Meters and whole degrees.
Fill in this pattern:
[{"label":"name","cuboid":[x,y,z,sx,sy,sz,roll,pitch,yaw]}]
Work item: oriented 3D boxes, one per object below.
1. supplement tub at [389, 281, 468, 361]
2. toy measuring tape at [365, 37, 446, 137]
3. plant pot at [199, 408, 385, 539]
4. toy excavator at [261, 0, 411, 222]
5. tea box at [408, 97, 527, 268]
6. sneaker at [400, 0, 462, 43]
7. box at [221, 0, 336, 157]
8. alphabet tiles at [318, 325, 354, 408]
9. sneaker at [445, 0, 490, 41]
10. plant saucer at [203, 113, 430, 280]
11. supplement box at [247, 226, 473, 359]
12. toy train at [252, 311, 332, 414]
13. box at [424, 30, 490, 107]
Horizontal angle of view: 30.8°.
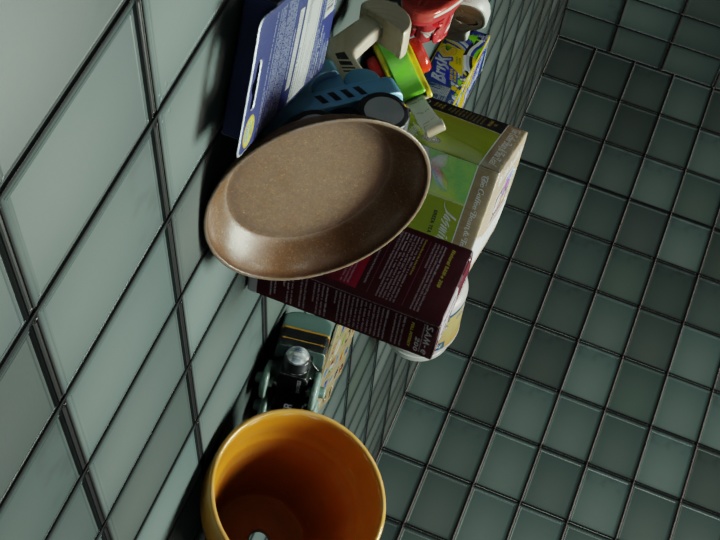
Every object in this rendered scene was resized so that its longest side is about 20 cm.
[{"label":"supplement tub","cuboid":[0.110,0.063,2.318,0.200,0.145,0.145,94,18,-60]},{"label":"toy measuring tape","cuboid":[0.049,-0.214,1.436,0.200,0.074,0.074,-111,-147,-58]},{"label":"plant pot","cuboid":[-0.095,0.282,1.483,0.200,0.200,0.183,-64,-175,-34]},{"label":"toy excavator","cuboid":[-0.014,-0.166,1.214,0.194,0.200,0.100,-16,146,-19]},{"label":"tea box","cuboid":[0.067,-0.110,1.483,0.200,0.197,0.134,-48,156,-65]},{"label":"sneaker","cuboid":[0.089,-0.307,1.567,0.200,0.078,0.116,-57,163,-51]},{"label":"box","cuboid":[-0.065,-0.183,1.048,0.200,0.032,0.121,-59,166,-56]},{"label":"alphabet tiles","cuboid":[-0.034,0.124,2.028,0.166,0.006,0.200,-44,153,-72]},{"label":"sneaker","cuboid":[0.133,-0.362,1.734,0.200,0.073,0.085,-160,-94,-84]},{"label":"plant saucer","cuboid":[-0.040,-0.068,1.112,0.200,0.200,0.037,100,-26,-50]},{"label":"supplement box","cuboid":[0.000,0.000,1.310,0.061,0.200,0.109,100,14,-51]},{"label":"toy train","cuboid":[-0.080,0.143,1.565,0.200,0.085,0.114,102,3,-46]},{"label":"box","cuboid":[0.127,-0.274,1.914,0.070,0.064,0.200,100,14,-47]}]
